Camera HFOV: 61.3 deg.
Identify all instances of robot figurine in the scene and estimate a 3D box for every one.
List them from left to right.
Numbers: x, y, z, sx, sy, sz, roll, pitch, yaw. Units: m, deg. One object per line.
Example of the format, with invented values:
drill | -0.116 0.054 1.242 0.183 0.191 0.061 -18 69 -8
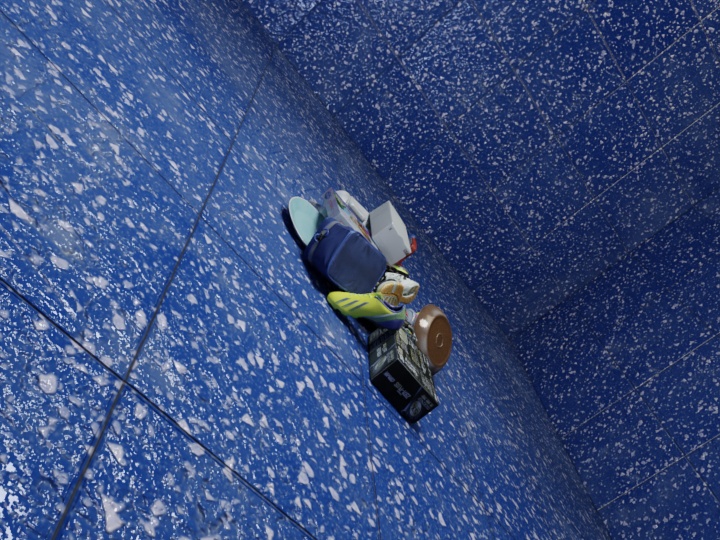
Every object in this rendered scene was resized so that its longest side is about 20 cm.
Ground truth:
robot figurine | -0.042 -0.169 1.911 0.199 0.114 0.168 42 -27 -16

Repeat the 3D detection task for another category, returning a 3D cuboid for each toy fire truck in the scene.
toy fire truck | 0.132 -0.055 2.129 0.113 0.167 0.200 50 14 -8

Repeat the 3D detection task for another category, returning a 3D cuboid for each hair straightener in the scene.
hair straightener | 0.072 0.118 1.579 0.200 0.041 0.077 47 20 -3

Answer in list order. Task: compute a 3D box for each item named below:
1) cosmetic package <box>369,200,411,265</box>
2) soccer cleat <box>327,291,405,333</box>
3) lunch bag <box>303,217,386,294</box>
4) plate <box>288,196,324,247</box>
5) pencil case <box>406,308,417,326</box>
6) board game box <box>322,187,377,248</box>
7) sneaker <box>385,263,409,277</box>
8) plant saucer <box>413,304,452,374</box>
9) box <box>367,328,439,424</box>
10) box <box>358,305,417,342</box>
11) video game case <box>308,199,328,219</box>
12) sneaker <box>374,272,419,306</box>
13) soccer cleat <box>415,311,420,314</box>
cosmetic package | 0.087 -0.115 1.821 0.114 0.080 0.201 55 15 -20
soccer cleat | 0.017 0.080 1.458 0.195 0.086 0.065 20 23 4
lunch bag | -0.047 -0.033 1.511 0.131 0.137 0.200 29 -10 47
plate | -0.130 -0.103 1.610 0.200 0.025 0.202 47 23 -26
pencil case | 0.179 0.202 1.819 0.200 0.089 0.084 46 31 -29
board game box | -0.022 -0.115 1.688 0.200 0.041 0.201 48 11 -28
sneaker | 0.071 -0.032 1.862 0.197 0.081 0.075 28 -34 25
plant saucer | 0.215 0.201 1.744 0.198 0.036 0.207 5 84 -52
box | 0.100 0.240 1.475 0.164 0.085 0.201 49 14 -19
box | 0.060 0.119 1.653 0.198 0.040 0.138 33 23 -28
video game case | -0.070 -0.119 1.791 0.201 0.023 0.182 48 -4 -23
sneaker | 0.075 0.048 1.581 0.087 0.077 0.198 32 13 25
soccer cleat | 0.190 0.182 1.985 0.082 0.066 0.200 28 15 7
